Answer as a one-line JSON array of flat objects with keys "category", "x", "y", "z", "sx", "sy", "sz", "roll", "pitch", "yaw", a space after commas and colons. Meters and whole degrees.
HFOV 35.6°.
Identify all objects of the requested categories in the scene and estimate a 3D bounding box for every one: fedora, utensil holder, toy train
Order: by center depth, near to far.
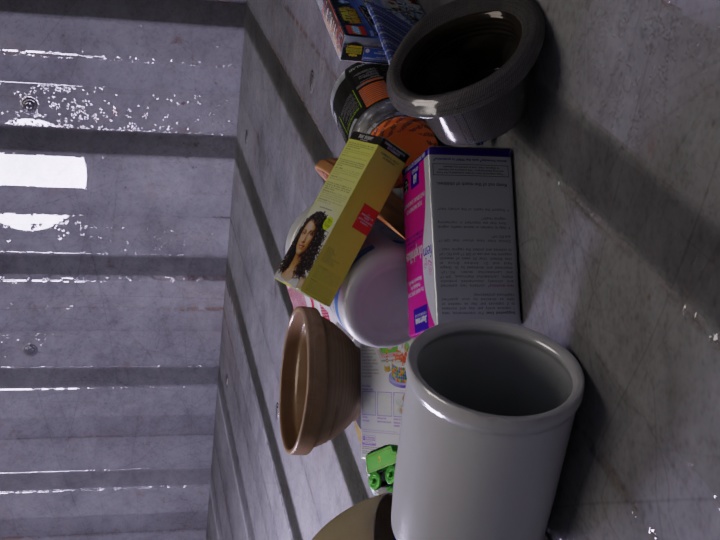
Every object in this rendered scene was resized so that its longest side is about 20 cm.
[{"category": "utensil holder", "x": 0.118, "y": 0.176, "z": 1.094, "sx": 0.170, "sy": 0.169, "sz": 0.201, "roll": -114, "pitch": 26, "yaw": -59}, {"category": "fedora", "x": 0.120, "y": -0.203, "z": 1.190, "sx": 0.200, "sy": 0.176, "sz": 0.090, "roll": -82, "pitch": -29, "yaw": -47}, {"category": "toy train", "x": 0.080, "y": 0.214, "z": 1.329, "sx": 0.200, "sy": 0.042, "sz": 0.057, "roll": -30, "pitch": 57, "yaw": 39}]

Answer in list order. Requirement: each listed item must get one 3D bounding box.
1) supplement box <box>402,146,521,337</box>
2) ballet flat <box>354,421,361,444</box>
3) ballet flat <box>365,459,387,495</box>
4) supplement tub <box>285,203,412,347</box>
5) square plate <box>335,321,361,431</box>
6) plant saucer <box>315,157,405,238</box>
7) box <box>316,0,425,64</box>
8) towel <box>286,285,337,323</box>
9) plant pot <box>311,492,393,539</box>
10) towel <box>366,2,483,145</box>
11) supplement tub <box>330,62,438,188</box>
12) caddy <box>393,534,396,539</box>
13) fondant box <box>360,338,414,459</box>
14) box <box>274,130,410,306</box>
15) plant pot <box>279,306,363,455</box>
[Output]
[{"category": "supplement box", "x": 0.111, "y": -0.029, "z": 1.255, "sx": 0.101, "sy": 0.103, "sz": 0.201, "roll": 146, "pitch": 122, "yaw": -71}, {"category": "ballet flat", "x": 0.018, "y": 0.184, "z": 1.654, "sx": 0.063, "sy": 0.068, "sz": 0.201, "roll": 71, "pitch": -170, "yaw": -61}, {"category": "ballet flat", "x": 0.045, "y": 0.224, "z": 1.580, "sx": 0.072, "sy": 0.072, "sz": 0.201, "roll": 152, "pitch": 117, "yaw": -74}, {"category": "supplement tub", "x": 0.000, "y": 0.000, "z": 1.388, "sx": 0.200, "sy": 0.132, "sz": 0.132, "roll": -138, "pitch": 49, "yaw": -57}, {"category": "square plate", "x": 0.031, "y": 0.118, "z": 1.541, "sx": 0.200, "sy": 0.028, "sz": 0.198, "roll": 56, "pitch": 129, "yaw": 37}, {"category": "plant saucer", "x": 0.025, "y": -0.087, "z": 1.492, "sx": 0.037, "sy": 0.200, "sz": 0.200, "roll": -50, "pitch": 18, "yaw": -1}, {"category": "box", "x": 0.022, "y": -0.344, "z": 1.546, "sx": 0.200, "sy": 0.136, "sz": 0.040, "roll": -107, "pitch": 26, "yaw": -52}, {"category": "towel", "x": -0.048, "y": 0.071, "z": 1.685, "sx": 0.200, "sy": 0.023, "sz": 0.145, "roll": -3, "pitch": 102, "yaw": 58}, {"category": "plant pot", "x": -0.006, "y": 0.398, "z": 1.442, "sx": 0.200, "sy": 0.134, "sz": 0.201, "roll": -15, "pitch": -90, "yaw": -73}, {"category": "towel", "x": 0.078, "y": -0.235, "z": 1.329, "sx": 0.024, "sy": 0.145, "sz": 0.200, "roll": -48, "pitch": 33, "yaw": 25}, {"category": "supplement tub", "x": 0.034, "y": -0.198, "z": 1.520, "sx": 0.200, "sy": 0.122, "sz": 0.123, "roll": -111, "pitch": 26, "yaw": -56}, {"category": "caddy", "x": 0.087, "y": 0.322, "z": 1.316, "sx": 0.200, "sy": 0.105, "sz": 0.142, "roll": 113, "pitch": 152, "yaw": -56}, {"category": "fondant box", "x": 0.063, "y": 0.143, "z": 1.430, "sx": 0.144, "sy": 0.058, "sz": 0.201, "roll": -6, "pitch": 84, "yaw": 53}, {"category": "box", "x": -0.022, "y": -0.062, "z": 1.301, "sx": 0.075, "sy": 0.050, "sz": 0.200, "roll": 20, "pitch": 81, "yaw": 57}, {"category": "plant pot", "x": -0.049, "y": 0.150, "z": 1.519, "sx": 0.201, "sy": 0.092, "sz": 0.202, "roll": -176, "pitch": 90, "yaw": -76}]
